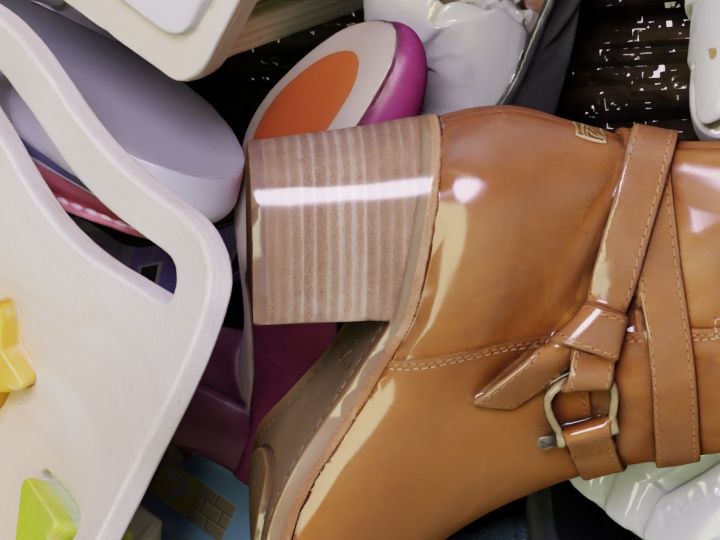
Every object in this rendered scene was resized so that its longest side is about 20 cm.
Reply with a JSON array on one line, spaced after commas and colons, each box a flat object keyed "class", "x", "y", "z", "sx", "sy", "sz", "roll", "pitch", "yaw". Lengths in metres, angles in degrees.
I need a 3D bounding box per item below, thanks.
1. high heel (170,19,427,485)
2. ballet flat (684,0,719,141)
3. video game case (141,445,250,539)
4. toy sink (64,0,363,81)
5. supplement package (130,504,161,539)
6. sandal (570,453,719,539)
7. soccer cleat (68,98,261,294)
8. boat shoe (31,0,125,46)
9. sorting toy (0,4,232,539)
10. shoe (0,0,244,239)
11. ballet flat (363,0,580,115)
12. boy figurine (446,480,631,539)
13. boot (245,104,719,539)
[{"class": "high heel", "x": 0.000, "y": 0.000, "z": 0.851, "sx": 0.096, "sy": 0.068, "sz": 0.200, "roll": 16, "pitch": 141, "yaw": -18}, {"class": "ballet flat", "x": 0.141, "y": -0.042, "z": 0.787, "sx": 0.071, "sy": 0.069, "sz": 0.200, "roll": -41, "pitch": 75, "yaw": 7}, {"class": "video game case", "x": -0.049, "y": 0.150, "z": 0.979, "sx": 0.143, "sy": 0.017, "sz": 0.201, "roll": 34, "pitch": 116, "yaw": 16}, {"class": "toy sink", "x": -0.043, "y": -0.141, "z": 0.794, "sx": 0.112, "sy": 0.200, "sz": 0.131, "roll": 36, "pitch": 116, "yaw": 14}, {"class": "supplement package", "x": -0.178, "y": 0.092, "z": 0.927, "sx": 0.199, "sy": 0.117, "sz": 0.117, "roll": 35, "pitch": 154, "yaw": 13}, {"class": "sandal", "x": 0.063, "y": 0.013, "z": 0.861, "sx": 0.083, "sy": 0.050, "sz": 0.203, "roll": -47, "pitch": 60, "yaw": 21}, {"class": "soccer cleat", "x": -0.081, "y": 0.002, "z": 0.937, "sx": 0.199, "sy": 0.068, "sz": 0.073, "roll": -20, "pitch": 117, "yaw": 26}, {"class": "boat shoe", "x": -0.164, "y": -0.113, "z": 0.944, "sx": 0.199, "sy": 0.074, "sz": 0.066, "roll": 27, "pitch": 104, "yaw": 11}, {"class": "sorting toy", "x": -0.118, "y": 0.024, "z": 0.788, "sx": 0.200, "sy": 0.107, "sz": 0.180, "roll": 48, "pitch": 120, "yaw": 17}, {"class": "shoe", "x": -0.126, "y": -0.038, "z": 0.862, "sx": 0.199, "sy": 0.071, "sz": 0.091, "roll": 30, "pitch": 113, "yaw": 26}, {"class": "ballet flat", "x": 0.038, "y": -0.101, "z": 0.818, "sx": 0.068, "sy": 0.068, "sz": 0.201, "roll": 28, "pitch": 102, "yaw": 34}, {"class": "boy figurine", "x": -0.002, "y": 0.136, "z": 0.894, "sx": 0.199, "sy": 0.065, "sz": 0.124, "roll": -27, "pitch": 127, "yaw": 21}, {"class": "boot", "x": 0.045, "y": 0.046, "z": 0.790, "sx": 0.154, "sy": 0.077, "sz": 0.201, "roll": -1, "pitch": 111, "yaw": -4}]
